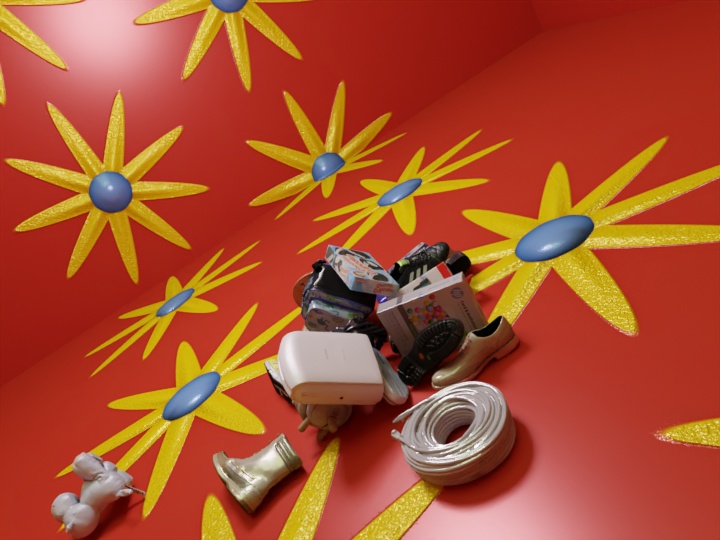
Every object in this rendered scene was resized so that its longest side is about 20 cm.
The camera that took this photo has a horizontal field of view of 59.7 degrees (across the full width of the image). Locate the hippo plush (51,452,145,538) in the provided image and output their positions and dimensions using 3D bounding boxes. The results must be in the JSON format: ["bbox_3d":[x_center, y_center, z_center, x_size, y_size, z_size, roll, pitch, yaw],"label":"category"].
[{"bbox_3d":[-0.627,0.547,1.482,0.199,0.160,0.162,27,72,17],"label":"hippo plush"}]

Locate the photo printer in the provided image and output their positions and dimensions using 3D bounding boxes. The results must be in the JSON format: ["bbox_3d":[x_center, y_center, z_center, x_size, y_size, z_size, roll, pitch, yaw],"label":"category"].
[{"bbox_3d":[-0.066,0.193,1.259,0.198,0.070,0.167,5,33,-17],"label":"photo printer"}]

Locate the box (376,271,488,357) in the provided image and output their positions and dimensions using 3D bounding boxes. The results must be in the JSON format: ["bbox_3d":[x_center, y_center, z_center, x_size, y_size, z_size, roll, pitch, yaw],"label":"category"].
[{"bbox_3d":[0.156,0.107,1.328,0.199,0.157,0.041,-22,25,20],"label":"box"}]

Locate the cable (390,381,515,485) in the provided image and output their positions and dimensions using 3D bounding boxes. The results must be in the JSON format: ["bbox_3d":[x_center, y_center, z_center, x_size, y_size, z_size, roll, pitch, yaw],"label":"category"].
[{"bbox_3d":[0.165,0.276,1.067,0.199,0.070,0.200,-32,22,-5],"label":"cable"}]

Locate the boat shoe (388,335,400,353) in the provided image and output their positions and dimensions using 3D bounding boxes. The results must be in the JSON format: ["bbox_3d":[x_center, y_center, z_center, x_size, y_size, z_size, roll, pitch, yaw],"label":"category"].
[{"bbox_3d":[0.150,0.132,1.406,0.199,0.070,0.067,-24,30,19],"label":"boat shoe"}]

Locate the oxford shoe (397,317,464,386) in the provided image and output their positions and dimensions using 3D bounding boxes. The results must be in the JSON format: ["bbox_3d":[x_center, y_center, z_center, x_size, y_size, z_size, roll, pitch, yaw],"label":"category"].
[{"bbox_3d":[0.151,0.151,1.267,0.084,0.073,0.200,-24,-19,-45],"label":"oxford shoe"}]

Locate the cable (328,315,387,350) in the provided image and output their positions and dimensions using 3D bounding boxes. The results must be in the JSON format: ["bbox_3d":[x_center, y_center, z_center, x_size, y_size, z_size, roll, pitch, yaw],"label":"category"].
[{"bbox_3d":[-0.032,0.180,1.423,0.200,0.162,0.051,-47,50,24],"label":"cable"}]

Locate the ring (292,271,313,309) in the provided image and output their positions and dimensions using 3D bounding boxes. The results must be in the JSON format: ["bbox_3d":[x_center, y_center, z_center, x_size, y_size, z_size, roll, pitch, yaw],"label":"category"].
[{"bbox_3d":[-0.084,0.061,1.693,0.199,0.201,0.019,-21,44,24],"label":"ring"}]

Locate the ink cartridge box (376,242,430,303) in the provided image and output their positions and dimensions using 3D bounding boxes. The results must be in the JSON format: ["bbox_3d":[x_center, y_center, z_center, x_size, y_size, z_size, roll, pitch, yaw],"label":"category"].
[{"bbox_3d":[0.112,0.007,1.661,0.198,0.043,0.200,-39,7,2],"label":"ink cartridge box"}]

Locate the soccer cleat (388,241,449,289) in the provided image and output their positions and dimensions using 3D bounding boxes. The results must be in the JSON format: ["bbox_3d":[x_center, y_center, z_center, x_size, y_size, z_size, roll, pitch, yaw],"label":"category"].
[{"bbox_3d":[0.132,-0.008,1.530,0.200,0.081,0.068,-39,42,2],"label":"soccer cleat"}]

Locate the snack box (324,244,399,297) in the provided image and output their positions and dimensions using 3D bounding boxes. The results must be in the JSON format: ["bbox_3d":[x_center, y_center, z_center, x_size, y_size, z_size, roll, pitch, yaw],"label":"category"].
[{"bbox_3d":[0.000,0.000,1.478,0.200,0.115,0.037,48,124,59],"label":"snack box"}]

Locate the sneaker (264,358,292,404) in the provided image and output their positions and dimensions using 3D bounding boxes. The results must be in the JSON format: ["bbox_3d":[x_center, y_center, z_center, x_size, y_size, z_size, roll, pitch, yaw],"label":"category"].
[{"bbox_3d":[-0.173,0.262,1.553,0.090,0.079,0.200,-29,25,-19],"label":"sneaker"}]

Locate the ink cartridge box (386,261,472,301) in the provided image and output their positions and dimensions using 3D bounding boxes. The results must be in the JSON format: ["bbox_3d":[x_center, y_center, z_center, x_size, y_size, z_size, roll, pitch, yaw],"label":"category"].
[{"bbox_3d":[0.164,0.051,1.490,0.199,0.068,0.116,-32,-15,-3],"label":"ink cartridge box"}]

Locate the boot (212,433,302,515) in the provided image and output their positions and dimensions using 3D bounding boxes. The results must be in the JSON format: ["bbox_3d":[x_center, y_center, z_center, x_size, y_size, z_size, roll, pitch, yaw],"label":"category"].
[{"bbox_3d":[-0.214,0.397,1.300,0.154,0.072,0.199,-39,28,-18],"label":"boot"}]

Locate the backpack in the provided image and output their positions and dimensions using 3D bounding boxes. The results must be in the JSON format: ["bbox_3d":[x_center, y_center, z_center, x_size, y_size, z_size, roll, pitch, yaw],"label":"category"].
[{"bbox_3d":[-0.064,0.093,1.591,0.200,0.181,0.148,120,166,-62],"label":"backpack"}]

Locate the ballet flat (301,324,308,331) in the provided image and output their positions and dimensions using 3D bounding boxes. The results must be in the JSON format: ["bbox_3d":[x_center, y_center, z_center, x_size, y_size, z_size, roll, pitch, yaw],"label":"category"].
[{"bbox_3d":[-0.124,0.203,1.640,0.066,0.070,0.200,-56,16,10],"label":"ballet flat"}]

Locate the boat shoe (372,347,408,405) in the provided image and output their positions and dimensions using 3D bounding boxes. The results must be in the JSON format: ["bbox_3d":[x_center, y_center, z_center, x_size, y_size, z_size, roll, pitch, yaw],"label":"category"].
[{"bbox_3d":[0.045,0.239,1.329,0.067,0.073,0.200,-57,20,10],"label":"boat shoe"}]

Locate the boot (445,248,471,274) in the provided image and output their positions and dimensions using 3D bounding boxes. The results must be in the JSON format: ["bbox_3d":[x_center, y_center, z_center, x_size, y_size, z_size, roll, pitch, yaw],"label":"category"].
[{"bbox_3d":[0.182,-0.002,1.661,0.188,0.069,0.200,-41,17,-1],"label":"boot"}]

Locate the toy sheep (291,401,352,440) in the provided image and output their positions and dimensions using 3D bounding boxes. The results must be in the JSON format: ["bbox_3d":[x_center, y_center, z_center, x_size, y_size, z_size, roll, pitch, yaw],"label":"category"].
[{"bbox_3d":[-0.077,0.274,1.319,0.137,0.138,0.200,-31,34,-1],"label":"toy sheep"}]

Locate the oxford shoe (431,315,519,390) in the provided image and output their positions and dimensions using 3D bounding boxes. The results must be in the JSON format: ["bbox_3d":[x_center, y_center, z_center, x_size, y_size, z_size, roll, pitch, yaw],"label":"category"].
[{"bbox_3d":[0.216,0.161,1.241,0.199,0.074,0.071,-35,22,-9],"label":"oxford shoe"}]
